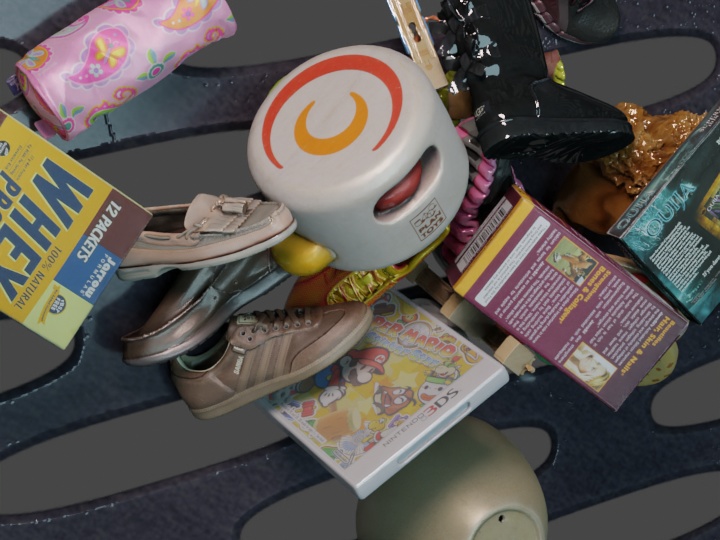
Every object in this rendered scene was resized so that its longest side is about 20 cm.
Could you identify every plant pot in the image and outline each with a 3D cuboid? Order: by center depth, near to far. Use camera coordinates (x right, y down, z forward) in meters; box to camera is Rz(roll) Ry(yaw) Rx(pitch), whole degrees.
[{"bbox_3d":[0.113,0.261,1.811,0.200,0.134,0.201,-6,104,-25],"label":"plant pot"}]

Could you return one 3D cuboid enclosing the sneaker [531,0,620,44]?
[{"bbox_3d":[0.205,-0.287,1.740,0.200,0.115,0.076,39,83,-28],"label":"sneaker"}]

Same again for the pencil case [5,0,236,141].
[{"bbox_3d":[-0.209,-0.195,1.572,0.200,0.087,0.088,-36,115,-15],"label":"pencil case"}]

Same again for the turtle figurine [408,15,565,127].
[{"bbox_3d":[0.117,-0.163,1.753,0.161,0.064,0.201,-6,115,-10],"label":"turtle figurine"}]

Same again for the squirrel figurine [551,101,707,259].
[{"bbox_3d":[0.301,-0.069,1.769,0.141,0.187,0.200,-34,146,-20],"label":"squirrel figurine"}]

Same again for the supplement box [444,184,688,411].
[{"bbox_3d":[0.193,0.025,1.678,0.200,0.086,0.110,37,98,-10],"label":"supplement box"}]

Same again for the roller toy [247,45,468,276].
[{"bbox_3d":[0.001,-0.097,1.631,0.140,0.182,0.201,55,32,-49],"label":"roller toy"}]

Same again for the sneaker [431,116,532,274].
[{"bbox_3d":[0.128,-0.077,1.740,0.095,0.079,0.200,-18,141,-24],"label":"sneaker"}]

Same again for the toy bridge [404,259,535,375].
[{"bbox_3d":[0.106,0.046,1.724,0.027,0.200,0.067,-51,137,3],"label":"toy bridge"}]

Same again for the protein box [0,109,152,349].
[{"bbox_3d":[-0.317,-0.061,1.478,0.200,0.198,0.135,36,85,-29],"label":"protein box"}]

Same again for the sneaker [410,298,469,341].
[{"bbox_3d":[0.025,0.111,1.749,0.200,0.099,0.078,-46,121,-10],"label":"sneaker"}]

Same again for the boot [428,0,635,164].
[{"bbox_3d":[0.161,-0.186,1.664,0.198,0.073,0.163,-1,68,-38],"label":"boot"}]

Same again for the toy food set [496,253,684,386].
[{"bbox_3d":[0.233,0.047,1.805,0.197,0.200,0.049,9,59,3],"label":"toy food set"}]

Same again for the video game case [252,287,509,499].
[{"bbox_3d":[0.014,0.109,1.688,0.182,0.200,0.023,-37,129,-15],"label":"video game case"}]

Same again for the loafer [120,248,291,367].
[{"bbox_3d":[-0.149,0.017,1.664,0.200,0.073,0.071,-37,105,-20],"label":"loafer"}]

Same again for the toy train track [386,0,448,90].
[{"bbox_3d":[0.033,-0.260,1.678,0.114,0.033,0.201,-21,85,-8],"label":"toy train track"}]

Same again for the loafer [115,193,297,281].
[{"bbox_3d":[-0.150,-0.038,1.583,0.072,0.199,0.063,-47,118,-51],"label":"loafer"}]

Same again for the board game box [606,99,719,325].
[{"bbox_3d":[0.341,-0.066,1.690,0.135,0.028,0.200,44,84,-25],"label":"board game box"}]

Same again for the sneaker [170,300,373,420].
[{"bbox_3d":[-0.087,0.069,1.671,0.200,0.070,0.076,-29,109,6],"label":"sneaker"}]

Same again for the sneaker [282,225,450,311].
[{"bbox_3d":[0.000,0.000,1.715,0.200,0.077,0.073,-45,104,1],"label":"sneaker"}]
